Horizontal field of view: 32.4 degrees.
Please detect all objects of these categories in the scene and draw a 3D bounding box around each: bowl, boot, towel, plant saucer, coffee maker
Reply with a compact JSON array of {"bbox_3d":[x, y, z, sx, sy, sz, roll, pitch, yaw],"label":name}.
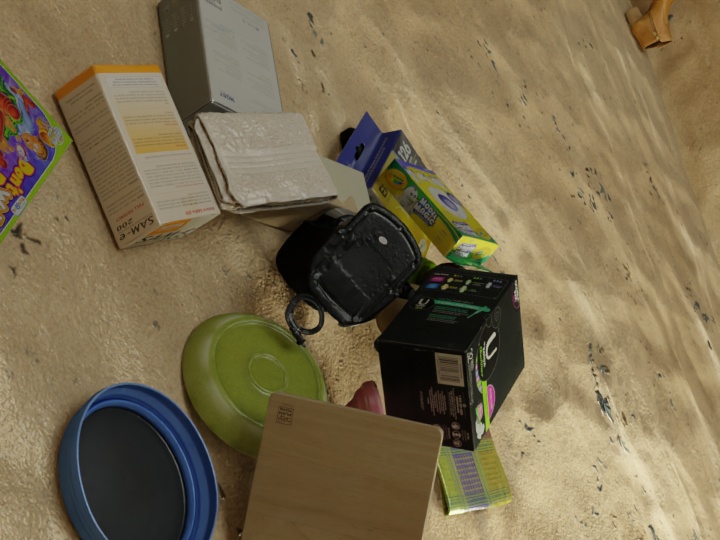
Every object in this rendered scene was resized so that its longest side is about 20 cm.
[{"bbox_3d":[-0.228,0.217,1.276,0.200,0.039,0.203,38,39,-38],"label":"bowl"},{"bbox_3d":[0.906,-0.749,3.712,0.145,0.199,0.071,63,-4,15],"label":"boot"},{"bbox_3d":[0.161,0.292,1.863,0.199,0.023,0.146,3,66,-57],"label":"towel"},{"bbox_3d":[-0.116,0.129,1.469,0.198,0.031,0.202,23,44,-24],"label":"plant saucer"},{"bbox_3d":[-0.040,-0.002,1.595,0.136,0.190,0.200,70,-15,-8],"label":"coffee maker"},{"bbox_3d":[-0.121,-0.141,1.566,0.198,0.034,0.134,-10,72,-47],"label":"towel"},{"bbox_3d":[0.017,0.243,1.565,0.201,0.050,0.204,167,-90,-88],"label":"plant saucer"}]

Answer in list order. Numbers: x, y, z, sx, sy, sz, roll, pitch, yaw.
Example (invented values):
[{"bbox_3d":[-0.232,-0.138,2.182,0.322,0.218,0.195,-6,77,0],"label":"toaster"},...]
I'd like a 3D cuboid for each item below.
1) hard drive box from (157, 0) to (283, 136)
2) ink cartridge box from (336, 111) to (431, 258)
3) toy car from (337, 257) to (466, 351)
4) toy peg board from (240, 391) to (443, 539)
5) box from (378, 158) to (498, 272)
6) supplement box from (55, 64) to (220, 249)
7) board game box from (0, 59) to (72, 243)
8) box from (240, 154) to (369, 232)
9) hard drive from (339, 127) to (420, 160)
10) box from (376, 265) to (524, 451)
[{"bbox_3d":[-0.187,-0.270,1.679,0.155,0.076,0.203,23,49,-49],"label":"hard drive box"},{"bbox_3d":[0.053,-0.133,1.929,0.201,0.047,0.198,56,31,-20],"label":"ink cartridge box"},{"bbox_3d":[0.073,0.080,1.760,0.198,0.163,0.160,-14,117,-38],"label":"toy car"},{"bbox_3d":[-0.018,0.254,1.397,0.098,0.197,0.202,22,79,-81],"label":"toy peg board"},{"bbox_3d":[0.123,-0.077,1.836,0.117,0.048,0.201,10,37,-55],"label":"box"},{"bbox_3d":[-0.261,-0.136,1.459,0.126,0.073,0.202,-15,81,-61],"label":"supplement box"},{"bbox_3d":[-0.390,-0.122,1.270,0.135,0.044,0.201,50,32,-24],"label":"board game box"},{"bbox_3d":[-0.078,-0.107,1.714,0.199,0.094,0.079,16,54,-52],"label":"box"},{"bbox_3d":[0.049,-0.143,2.006,0.199,0.033,0.141,16,55,-54],"label":"hard drive"},{"bbox_3d":[0.120,0.107,1.582,0.200,0.123,0.151,-48,137,-52],"label":"box"}]
